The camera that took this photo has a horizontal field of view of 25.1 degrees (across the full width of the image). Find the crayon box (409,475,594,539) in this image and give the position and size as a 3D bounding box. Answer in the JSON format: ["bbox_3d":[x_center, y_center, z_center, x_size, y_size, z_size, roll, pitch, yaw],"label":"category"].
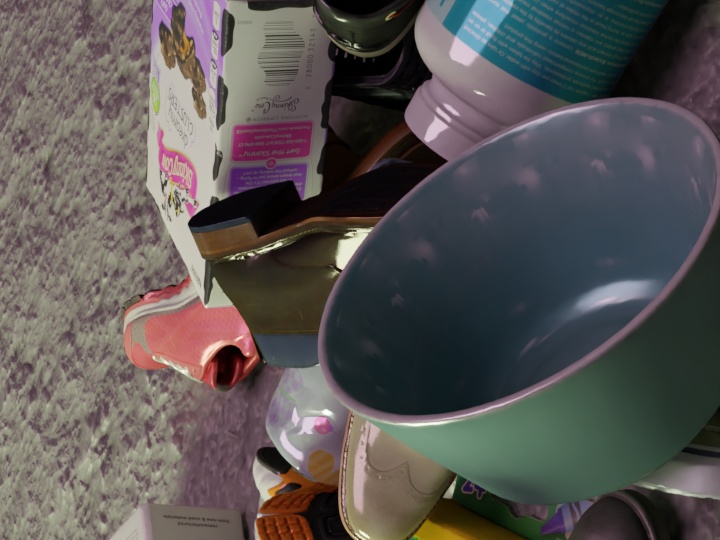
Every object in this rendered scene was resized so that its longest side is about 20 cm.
[{"bbox_3d":[0.053,0.207,0.896,0.126,0.051,0.201,16,96,58],"label":"crayon box"}]

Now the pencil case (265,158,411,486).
[{"bbox_3d":[0.011,0.034,0.968,0.091,0.083,0.201,48,126,43],"label":"pencil case"}]

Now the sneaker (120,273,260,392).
[{"bbox_3d":[-0.121,0.052,1.190,0.200,0.073,0.087,-32,60,52],"label":"sneaker"}]

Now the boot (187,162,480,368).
[{"bbox_3d":[0.000,0.000,0.885,0.199,0.075,0.097,-3,115,41],"label":"boot"}]

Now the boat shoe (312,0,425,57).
[{"bbox_3d":[0.037,-0.212,0.870,0.202,0.073,0.063,-62,-8,-4],"label":"boat shoe"}]

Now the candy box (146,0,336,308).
[{"bbox_3d":[-0.079,-0.105,1.004,0.168,0.071,0.201,-125,35,-53],"label":"candy box"}]

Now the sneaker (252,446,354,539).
[{"bbox_3d":[-0.030,0.178,0.993,0.200,0.075,0.093,-105,16,-78],"label":"sneaker"}]

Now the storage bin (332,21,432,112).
[{"bbox_3d":[0.040,-0.201,0.983,0.135,0.093,0.201,8,90,57],"label":"storage bin"}]

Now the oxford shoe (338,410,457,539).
[{"bbox_3d":[0.039,0.058,0.863,0.074,0.070,0.201,-108,39,-87],"label":"oxford shoe"}]

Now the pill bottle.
[{"bbox_3d":[0.100,-0.148,0.843,0.201,0.110,0.111,-59,38,21],"label":"pill bottle"}]

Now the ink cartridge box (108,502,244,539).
[{"bbox_3d":[-0.136,0.288,1.142,0.147,0.082,0.201,-46,45,43],"label":"ink cartridge box"}]

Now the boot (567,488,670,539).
[{"bbox_3d":[0.049,0.189,0.768,0.072,0.199,0.183,21,100,56],"label":"boot"}]

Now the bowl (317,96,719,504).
[{"bbox_3d":[0.092,0.026,0.730,0.200,0.105,0.201,-27,30,17],"label":"bowl"}]

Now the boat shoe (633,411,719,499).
[{"bbox_3d":[0.129,0.064,0.796,0.200,0.072,0.062,18,98,60],"label":"boat shoe"}]

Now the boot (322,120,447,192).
[{"bbox_3d":[-0.011,-0.061,1.059,0.156,0.076,0.201,-108,34,-42],"label":"boot"}]
